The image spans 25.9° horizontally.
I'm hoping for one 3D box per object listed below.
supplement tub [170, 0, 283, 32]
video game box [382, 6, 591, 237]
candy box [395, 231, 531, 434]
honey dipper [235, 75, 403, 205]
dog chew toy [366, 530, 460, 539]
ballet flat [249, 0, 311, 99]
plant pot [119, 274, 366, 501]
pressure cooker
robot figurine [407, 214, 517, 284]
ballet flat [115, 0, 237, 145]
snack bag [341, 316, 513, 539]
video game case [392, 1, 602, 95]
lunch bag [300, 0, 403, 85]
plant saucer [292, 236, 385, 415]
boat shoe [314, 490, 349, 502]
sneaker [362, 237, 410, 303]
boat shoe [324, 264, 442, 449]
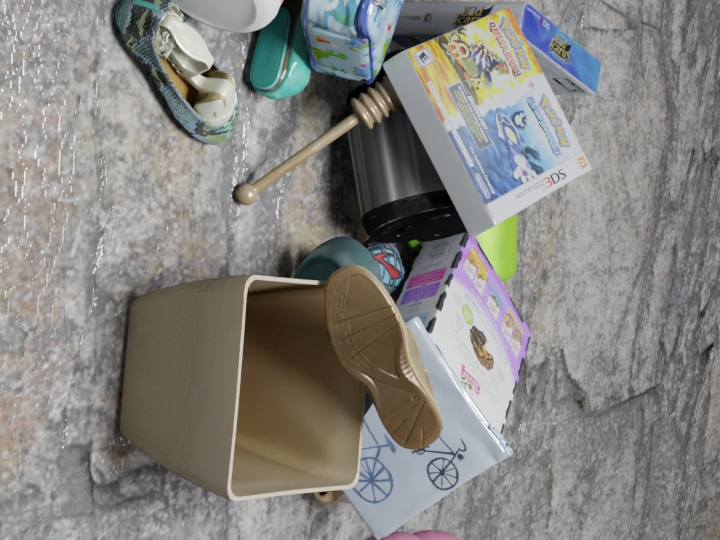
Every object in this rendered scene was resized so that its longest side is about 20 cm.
[{"bbox_3d":[-0.107,-0.342,1.490,0.140,0.139,0.201,50,57,-45],"label":"supplement tub"},{"bbox_3d":[0.136,-0.158,1.630,0.182,0.047,0.201,-30,92,-45],"label":"video game box"},{"bbox_3d":[0.110,0.081,1.766,0.168,0.071,0.201,58,33,-25],"label":"candy box"},{"bbox_3d":[-0.046,-0.131,1.616,0.199,0.038,0.038,-33,132,1],"label":"honey dipper"},{"bbox_3d":[0.052,0.364,1.850,0.199,0.124,0.126,19,80,-45],"label":"dog chew toy"},{"bbox_3d":[-0.067,-0.275,1.625,0.070,0.067,0.202,11,92,-60],"label":"ballet flat"},{"bbox_3d":[-0.121,0.103,1.510,0.199,0.176,0.202,5,90,-55],"label":"plant pot"},{"bbox_3d":[0.070,-0.144,1.723,0.177,0.176,0.202,-5,77,-18],"label":"pressure cooker"},{"bbox_3d":[0.131,-0.056,1.884,0.175,0.115,0.202,-19,111,-56],"label":"robot figurine"},{"bbox_3d":[-0.160,-0.187,1.504,0.200,0.074,0.075,48,58,-46],"label":"ballet flat"},{"bbox_3d":[0.037,0.165,1.675,0.189,0.199,0.021,54,24,0],"label":"snack bag"},{"bbox_3d":[0.159,-0.260,1.835,0.199,0.180,0.046,24,75,-53],"label":"video game case"},{"bbox_3d":[0.000,-0.287,1.551,0.200,0.082,0.162,81,23,-76],"label":"lunch bag"},{"bbox_3d":[-0.034,0.065,1.623,0.027,0.200,0.202,4,93,-31],"label":"plant saucer"},{"bbox_3d":[-0.012,0.161,1.752,0.064,0.071,0.202,7,88,-47],"label":"boat shoe"},{"bbox_3d":[0.000,0.000,1.765,0.200,0.079,0.097,37,55,-59],"label":"sneaker"},{"bbox_3d":[0.019,0.077,1.507,0.065,0.071,0.201,-91,159,-66],"label":"boat shoe"}]
